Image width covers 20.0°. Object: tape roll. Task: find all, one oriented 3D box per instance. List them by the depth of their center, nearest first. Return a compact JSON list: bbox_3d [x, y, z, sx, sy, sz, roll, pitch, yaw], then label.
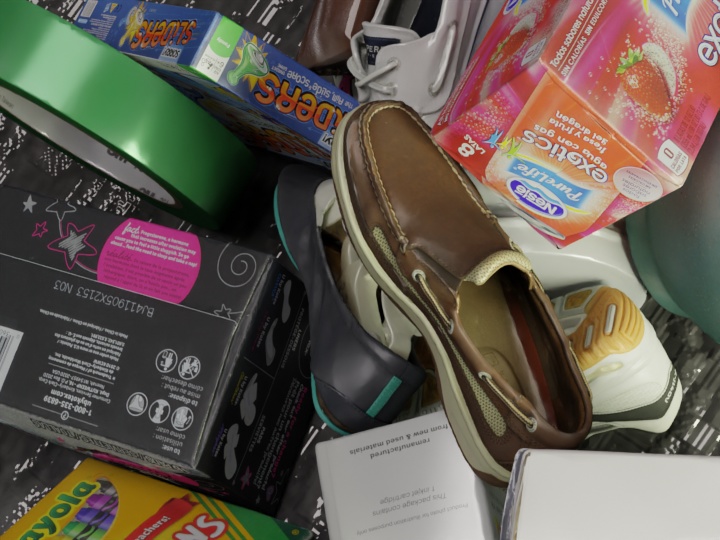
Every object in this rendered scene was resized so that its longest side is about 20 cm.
[{"bbox_3d":[-0.157,-0.095,1.211,0.200,0.200,0.048,26,82,29],"label":"tape roll"}]

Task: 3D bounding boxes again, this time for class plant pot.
[{"bbox_3d":[0.220,-0.034,1.046,0.134,0.200,0.202,0,68,41],"label":"plant pot"}]

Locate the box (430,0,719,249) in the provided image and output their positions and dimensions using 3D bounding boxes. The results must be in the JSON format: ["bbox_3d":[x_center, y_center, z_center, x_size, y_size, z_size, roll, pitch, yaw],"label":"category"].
[{"bbox_3d":[0.130,-0.122,1.011,0.100,0.095,0.201,-31,24,55],"label":"box"}]

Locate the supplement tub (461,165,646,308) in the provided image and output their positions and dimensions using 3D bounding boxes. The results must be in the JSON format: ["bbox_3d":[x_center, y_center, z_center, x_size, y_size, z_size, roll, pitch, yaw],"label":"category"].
[{"bbox_3d":[0.099,-0.081,1.130,0.144,0.145,0.201,-4,68,21],"label":"supplement tub"}]

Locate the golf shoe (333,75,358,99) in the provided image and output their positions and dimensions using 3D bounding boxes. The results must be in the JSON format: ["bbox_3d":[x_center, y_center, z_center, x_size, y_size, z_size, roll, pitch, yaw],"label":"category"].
[{"bbox_3d":[0.018,-0.122,1.233,0.092,0.072,0.201,-8,63,48],"label":"golf shoe"}]

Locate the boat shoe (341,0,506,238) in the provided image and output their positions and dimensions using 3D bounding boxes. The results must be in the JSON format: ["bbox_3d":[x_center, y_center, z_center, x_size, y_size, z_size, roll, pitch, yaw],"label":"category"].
[{"bbox_3d":[0.024,-0.109,1.063,0.073,0.065,0.201,11,82,49],"label":"boat shoe"}]

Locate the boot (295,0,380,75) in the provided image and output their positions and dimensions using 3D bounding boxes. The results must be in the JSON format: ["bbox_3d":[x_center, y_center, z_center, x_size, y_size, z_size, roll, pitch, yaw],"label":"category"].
[{"bbox_3d":[0.018,-0.195,1.111,0.064,0.186,0.201,22,90,-4],"label":"boot"}]

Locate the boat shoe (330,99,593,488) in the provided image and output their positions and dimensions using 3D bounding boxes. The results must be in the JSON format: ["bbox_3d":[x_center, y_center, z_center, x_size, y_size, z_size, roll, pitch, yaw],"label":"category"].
[{"bbox_3d":[0.056,0.001,0.988,0.074,0.075,0.203,-25,84,-31],"label":"boat shoe"}]

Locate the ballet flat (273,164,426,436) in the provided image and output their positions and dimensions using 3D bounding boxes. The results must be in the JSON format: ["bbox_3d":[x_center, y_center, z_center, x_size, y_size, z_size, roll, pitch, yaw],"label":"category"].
[{"bbox_3d":[0.000,0.000,1.112,0.073,0.073,0.201,-24,44,12],"label":"ballet flat"}]

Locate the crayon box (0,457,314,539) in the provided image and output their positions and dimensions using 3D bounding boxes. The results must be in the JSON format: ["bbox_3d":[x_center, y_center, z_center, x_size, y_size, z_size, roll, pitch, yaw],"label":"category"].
[{"bbox_3d":[-0.136,0.174,1.138,0.199,0.051,0.127,12,39,32],"label":"crayon box"}]

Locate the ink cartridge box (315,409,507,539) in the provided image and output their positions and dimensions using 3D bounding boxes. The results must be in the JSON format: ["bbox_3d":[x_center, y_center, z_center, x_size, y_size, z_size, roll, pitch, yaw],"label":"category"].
[{"bbox_3d":[0.052,0.190,1.041,0.087,0.145,0.201,-15,63,14],"label":"ink cartridge box"}]

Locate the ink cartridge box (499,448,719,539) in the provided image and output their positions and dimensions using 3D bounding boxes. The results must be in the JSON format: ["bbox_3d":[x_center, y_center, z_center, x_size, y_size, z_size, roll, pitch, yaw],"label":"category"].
[{"bbox_3d":[0.163,0.153,0.977,0.145,0.200,0.085,0,70,22],"label":"ink cartridge box"}]

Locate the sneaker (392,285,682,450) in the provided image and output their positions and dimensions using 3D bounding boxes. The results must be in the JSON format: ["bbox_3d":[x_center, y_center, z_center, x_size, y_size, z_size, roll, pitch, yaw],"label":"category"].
[{"bbox_3d":[0.084,0.074,1.118,0.199,0.088,0.076,-13,41,42],"label":"sneaker"}]

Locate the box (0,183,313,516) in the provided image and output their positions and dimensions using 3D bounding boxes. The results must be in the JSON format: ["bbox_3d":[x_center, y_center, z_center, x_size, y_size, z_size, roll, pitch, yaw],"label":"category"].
[{"bbox_3d":[-0.132,0.047,1.194,0.199,0.115,0.133,14,77,28],"label":"box"}]

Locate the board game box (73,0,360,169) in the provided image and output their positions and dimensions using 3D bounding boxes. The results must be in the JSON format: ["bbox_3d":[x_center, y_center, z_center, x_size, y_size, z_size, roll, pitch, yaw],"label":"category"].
[{"bbox_3d":[-0.075,-0.107,1.170,0.035,0.135,0.200,-62,28,-4],"label":"board game box"}]
